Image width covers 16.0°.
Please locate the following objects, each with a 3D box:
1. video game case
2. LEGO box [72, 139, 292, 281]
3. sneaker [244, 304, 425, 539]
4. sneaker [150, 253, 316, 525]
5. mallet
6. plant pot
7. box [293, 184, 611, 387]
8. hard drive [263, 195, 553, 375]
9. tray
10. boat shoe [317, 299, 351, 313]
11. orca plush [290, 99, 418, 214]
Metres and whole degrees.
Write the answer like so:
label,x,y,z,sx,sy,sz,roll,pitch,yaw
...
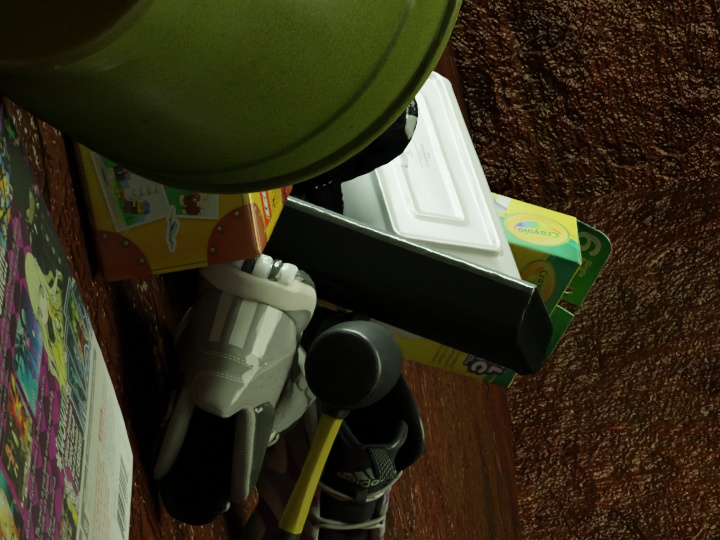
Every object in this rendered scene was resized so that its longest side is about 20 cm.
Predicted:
label,x,y,z,sx,sy,sz,roll,pitch,yaw
video game case,-0.118,0.073,0.869,0.201,0.036,0.182,-92,170,-49
LEGO box,-0.092,-0.114,1.177,0.149,0.077,0.202,-75,155,-75
sneaker,-0.008,0.118,1.349,0.140,0.077,0.202,173,-91,-68
sneaker,-0.070,0.074,1.232,0.200,0.074,0.116,92,15,-68
mallet,-0.029,0.116,1.235,0.066,0.041,0.201,-34,145,-73
plant pot,-0.082,-0.130,0.911,0.193,0.199,0.202,-1,82,-71
box,0.045,0.002,1.554,0.049,0.199,0.118,-93,-157,-47
hard drive,0.000,0.000,1.328,0.140,0.199,0.033,53,59,-77
tray,0.031,-0.063,1.508,0.201,0.107,0.022,-106,-148,-44
boat shoe,-0.023,0.040,1.492,0.076,0.073,0.201,-61,151,-34
orca plush,-0.022,-0.058,1.372,0.072,0.105,0.200,66,20,5
